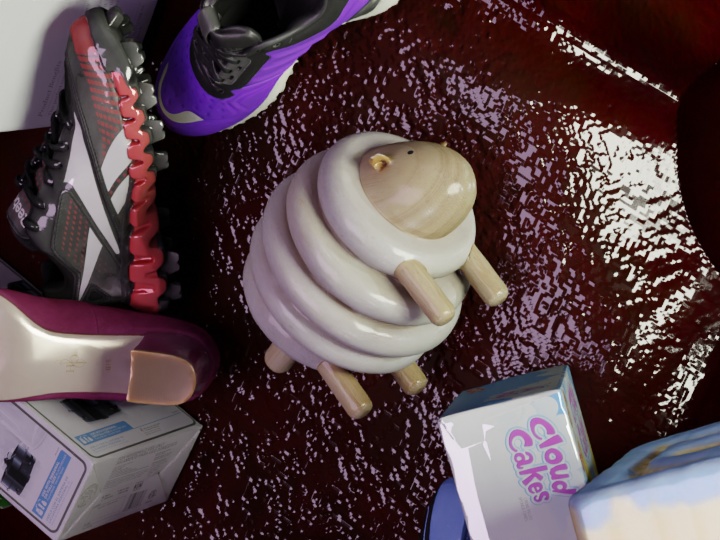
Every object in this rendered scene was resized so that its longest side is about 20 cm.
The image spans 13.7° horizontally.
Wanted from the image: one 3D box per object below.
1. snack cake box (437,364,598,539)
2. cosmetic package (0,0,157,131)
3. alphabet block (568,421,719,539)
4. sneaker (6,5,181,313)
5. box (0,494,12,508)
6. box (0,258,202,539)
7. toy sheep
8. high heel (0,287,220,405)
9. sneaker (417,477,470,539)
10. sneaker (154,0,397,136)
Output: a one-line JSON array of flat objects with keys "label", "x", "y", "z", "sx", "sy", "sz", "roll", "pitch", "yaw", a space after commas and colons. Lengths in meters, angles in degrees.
[{"label": "snack cake box", "x": 0.091, "y": 0.117, "z": 1.570, "sx": 0.067, "sy": 0.200, "sz": 0.116, "roll": -14, "pitch": 91, "yaw": 5}, {"label": "cosmetic package", "x": -0.214, "y": -0.138, "z": 1.724, "sx": 0.074, "sy": 0.199, "sz": 0.102, "roll": 36, "pitch": 116, "yaw": 31}, {"label": "alphabet block", "x": 0.232, "y": 0.170, "z": 1.469, "sx": 0.194, "sy": 0.196, "sz": 0.201, "roll": -17, "pitch": 90, "yaw": 19}, {"label": "sneaker", "x": -0.160, "y": -0.059, "z": 1.734, "sx": 0.097, "sy": 0.071, "sz": 0.202, "roll": -7, "pitch": 124, "yaw": -6}, {"label": "box", "x": -0.288, "y": 0.084, "z": 1.868, "sx": 0.200, "sy": 0.117, "sz": 0.049, "roll": 37, "pitch": 118, "yaw": 22}, {"label": "box", "x": -0.208, "y": 0.070, "z": 1.813, "sx": 0.200, "sy": 0.116, "sz": 0.060, "roll": 38, "pitch": 117, "yaw": 23}, {"label": "toy sheep", "x": 0.000, "y": 0.000, "z": 1.657, "sx": 0.138, "sy": 0.138, "sz": 0.200, "roll": 53, "pitch": 128, "yaw": 14}, {"label": "high heel", "x": -0.182, "y": 0.039, "z": 1.759, "sx": 0.198, "sy": 0.096, "sz": 0.068, "roll": 6, "pitch": 99, "yaw": 4}, {"label": "sneaker", "x": 0.030, "y": 0.208, "z": 1.708, "sx": 0.077, "sy": 0.070, "sz": 0.202, "roll": 14, "pitch": 107, "yaw": 25}, {"label": "sneaker", "x": -0.067, "y": -0.139, "z": 1.687, "sx": 0.200, "sy": 0.099, "sz": 0.070, "roll": -37, "pitch": 78, "yaw": 36}]
